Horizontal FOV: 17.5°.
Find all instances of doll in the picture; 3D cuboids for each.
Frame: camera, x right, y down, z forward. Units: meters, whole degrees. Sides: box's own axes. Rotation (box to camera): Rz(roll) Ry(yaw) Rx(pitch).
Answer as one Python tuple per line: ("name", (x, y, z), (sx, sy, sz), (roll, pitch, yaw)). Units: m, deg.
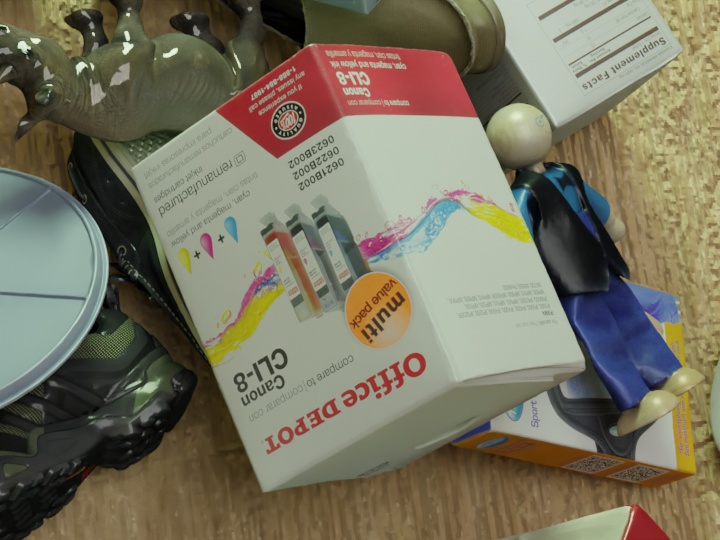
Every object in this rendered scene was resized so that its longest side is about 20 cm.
("doll", (0.131, -0.007, 1.385), (0.201, 0.048, 0.136), (60, 34, -1))

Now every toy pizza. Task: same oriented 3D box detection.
("toy pizza", (-0.235, 0.019, 1.290), (0.199, 0.032, 0.201), (-5, 46, 6))

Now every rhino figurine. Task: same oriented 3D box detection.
("rhino figurine", (-0.135, -0.113, 1.331), (0.199, 0.060, 0.088), (-5, 72, -36))

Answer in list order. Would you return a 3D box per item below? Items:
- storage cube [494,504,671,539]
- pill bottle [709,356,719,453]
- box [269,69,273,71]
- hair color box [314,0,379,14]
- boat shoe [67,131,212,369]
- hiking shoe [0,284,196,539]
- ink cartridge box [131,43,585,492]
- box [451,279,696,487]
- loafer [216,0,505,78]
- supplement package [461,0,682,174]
("storage cube", (0.112, 0.258, 1.267), (0.180, 0.171, 0.200), (47, 49, -23))
("pill bottle", (0.329, 0.091, 1.479), (0.199, 0.104, 0.105), (12, 70, -17))
("box", (-0.009, -0.026, 1.424), (0.159, 0.044, 0.201), (-10, 77, -22))
("hair color box", (-0.056, -0.222, 1.391), (0.199, 0.061, 0.099), (18, 48, 28))
("boat shoe", (-0.110, -0.013, 1.357), (0.074, 0.062, 0.200), (-11, 61, -48))
("hiking shoe", (-0.193, 0.085, 1.305), (0.200, 0.076, 0.101), (-29, 67, -34))
("ink cartridge box", (0.000, 0.000, 1.281), (0.144, 0.145, 0.201), (-4, 66, -57))
("box", (0.118, 0.056, 1.408), (0.199, 0.041, 0.120), (15, 63, -40))
("loafer", (-0.007, -0.155, 1.411), (0.199, 0.076, 0.067), (19, 41, 26))
("supplement package", (0.088, -0.178, 1.470), (0.109, 0.114, 0.200), (-31, 87, -25))
